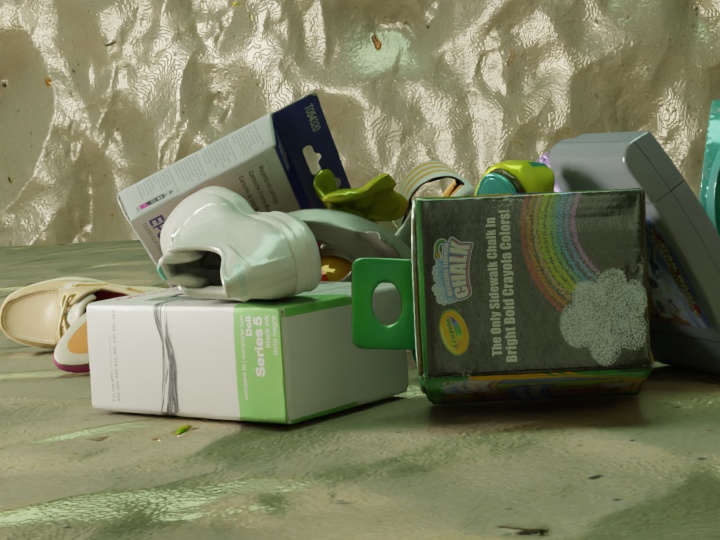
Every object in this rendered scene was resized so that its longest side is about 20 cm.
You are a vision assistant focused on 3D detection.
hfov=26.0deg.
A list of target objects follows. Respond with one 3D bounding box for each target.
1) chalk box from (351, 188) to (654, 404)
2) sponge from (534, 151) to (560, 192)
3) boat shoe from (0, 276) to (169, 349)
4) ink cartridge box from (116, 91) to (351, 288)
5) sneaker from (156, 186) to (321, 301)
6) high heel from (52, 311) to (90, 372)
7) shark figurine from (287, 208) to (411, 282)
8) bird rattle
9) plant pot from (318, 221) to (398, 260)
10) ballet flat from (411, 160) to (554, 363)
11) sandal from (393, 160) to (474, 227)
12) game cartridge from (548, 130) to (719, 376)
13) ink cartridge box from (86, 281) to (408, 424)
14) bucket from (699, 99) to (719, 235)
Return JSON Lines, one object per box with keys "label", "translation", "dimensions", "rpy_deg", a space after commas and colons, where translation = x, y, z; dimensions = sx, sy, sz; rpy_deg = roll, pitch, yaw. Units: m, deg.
{"label": "chalk box", "translation": [0.093, 0.021, 1.062], "dimensions": [0.197, 0.126, 0.124], "rpy_deg": [-2, -12, 6]}
{"label": "sponge", "translation": [0.233, -0.025, 1.402], "dimensions": [0.030, 0.112, 0.199], "rpy_deg": [-43, -40, 18]}
{"label": "boat shoe", "translation": [-0.264, 0.042, 1.522], "dimensions": [0.197, 0.075, 0.069], "rpy_deg": [-2, -1, 6]}
{"label": "ink cartridge box", "translation": [-0.103, -0.056, 1.432], "dimensions": [0.198, 0.044, 0.197], "rpy_deg": [-27, -28, -2]}
{"label": "sneaker", "translation": [-0.113, -0.012, 1.116], "dimensions": [0.088, 0.076, 0.199], "rpy_deg": [-20, 14, -29]}
{"label": "high heel", "translation": [-0.194, 0.066, 1.438], "dimensions": [0.199, 0.096, 0.067], "rpy_deg": [-29, 60, -32]}
{"label": "shark figurine", "translation": [-0.013, -0.019, 1.283], "dimensions": [0.212, 0.130, 0.089], "rpy_deg": [19, -7, -11]}
{"label": "bird rattle", "translation": [-0.042, -0.001, 1.355], "dimensions": [0.199, 0.164, 0.112], "rpy_deg": [-29, 4, -24]}
{"label": "plant pot", "translation": [-0.033, -0.009, 1.595], "dimensions": [0.198, 0.136, 0.200], "rpy_deg": [-4, 4, 0]}
{"label": "ballet flat", "translation": [0.100, -0.001, 1.193], "dimensions": [0.067, 0.201, 0.067], "rpy_deg": [39, 39, 24]}
{"label": "sandal", "translation": [0.061, -0.064, 1.436], "dimensions": [0.059, 0.079, 0.207], "rpy_deg": [37, 8, -2]}
{"label": "game cartridge", "translation": [0.221, -0.010, 1.144], "dimensions": [0.041, 0.201, 0.133], "rpy_deg": [-34, 14, -12]}
{"label": "ink cartridge box", "translation": [-0.085, 0.057, 1.156], "dimensions": [0.198, 0.085, 0.145], "rpy_deg": [0, 6, 37]}
{"label": "bucket", "translation": [0.377, -0.061, 1.405], "dimensions": [0.133, 0.210, 0.207], "rpy_deg": [5, 7, 15]}
